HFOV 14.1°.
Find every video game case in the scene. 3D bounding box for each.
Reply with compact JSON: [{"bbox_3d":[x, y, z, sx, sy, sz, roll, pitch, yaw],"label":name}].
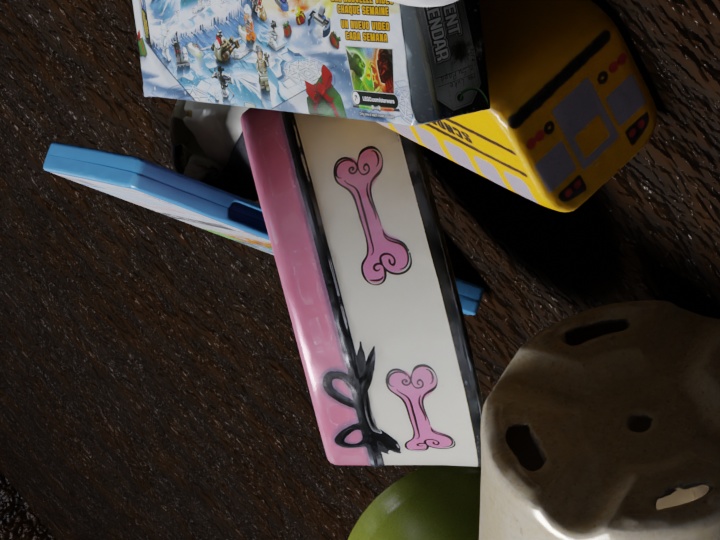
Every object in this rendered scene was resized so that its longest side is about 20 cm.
[{"bbox_3d":[-0.051,-0.022,1.501,0.200,0.018,0.143,21,177,-24],"label":"video game case"}]

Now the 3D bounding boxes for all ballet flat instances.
[{"bbox_3d":[-0.061,-0.071,1.477,0.073,0.073,0.200,49,168,-5],"label":"ballet flat"}]

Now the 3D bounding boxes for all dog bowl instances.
[{"bbox_3d":[0.000,0.000,1.316,0.200,0.074,0.200,166,90,-88],"label":"dog bowl"}]

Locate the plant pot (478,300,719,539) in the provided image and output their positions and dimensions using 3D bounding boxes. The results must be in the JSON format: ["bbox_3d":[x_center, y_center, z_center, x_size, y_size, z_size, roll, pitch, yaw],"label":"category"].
[{"bbox_3d":[0.127,0.122,1.260,0.200,0.200,0.184,37,151,37],"label":"plant pot"}]

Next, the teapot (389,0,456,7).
[{"bbox_3d":[-0.006,-0.183,0.911,0.200,0.146,0.197,29,-165,-10],"label":"teapot"}]

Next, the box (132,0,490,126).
[{"bbox_3d":[-0.028,-0.132,1.128,0.200,0.040,0.137,12,112,55],"label":"box"}]

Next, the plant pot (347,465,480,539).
[{"bbox_3d":[0.082,0.202,1.608,0.200,0.200,0.193,58,175,-35],"label":"plant pot"}]

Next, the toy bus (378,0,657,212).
[{"bbox_3d":[0.027,-0.096,1.182,0.200,0.065,0.078,30,159,49],"label":"toy bus"}]
